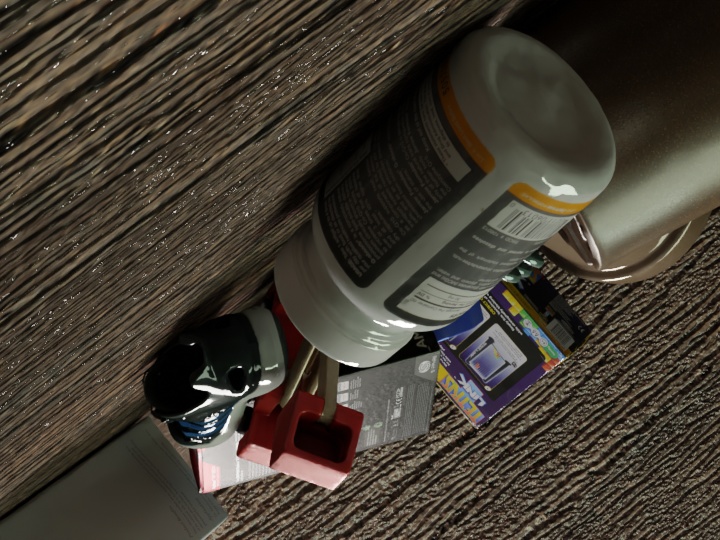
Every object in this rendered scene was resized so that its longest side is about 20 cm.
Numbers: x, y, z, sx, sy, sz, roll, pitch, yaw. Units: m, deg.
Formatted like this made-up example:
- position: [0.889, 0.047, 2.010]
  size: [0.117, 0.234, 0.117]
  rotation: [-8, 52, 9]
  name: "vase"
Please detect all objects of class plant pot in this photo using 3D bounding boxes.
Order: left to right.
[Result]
- position: [0.203, -0.089, 1.669]
  size: [0.200, 0.201, 0.174]
  rotation: [-42, 157, 27]
  name: "plant pot"
- position: [0.190, -0.114, 1.142]
  size: [0.197, 0.201, 0.200]
  rotation: [-33, 176, -1]
  name: "plant pot"

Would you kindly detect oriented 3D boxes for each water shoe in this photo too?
- position: [-0.115, 0.073, 1.238]
  size: [0.078, 0.072, 0.200]
  rotation: [-8, 161, -26]
  name: "water shoe"

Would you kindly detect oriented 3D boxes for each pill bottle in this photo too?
- position: [0.043, -0.037, 1.049]
  size: [0.200, 0.117, 0.116]
  rotation: [-43, 175, 36]
  name: "pill bottle"

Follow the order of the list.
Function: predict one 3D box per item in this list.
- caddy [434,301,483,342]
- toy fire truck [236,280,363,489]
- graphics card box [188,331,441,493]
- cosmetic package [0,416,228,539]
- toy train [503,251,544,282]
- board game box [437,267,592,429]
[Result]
- position: [0.027, 0.015, 1.566]
  size: [0.140, 0.106, 0.200]
  rotation: [-17, 180, 10]
  name: "caddy"
- position: [-0.038, 0.068, 1.249]
  size: [0.141, 0.048, 0.202]
  rotation: [129, -25, -53]
  name: "toy fire truck"
- position: [-0.039, 0.102, 1.429]
  size: [0.198, 0.051, 0.126]
  rotation: [-13, 145, -12]
  name: "graphics card box"
- position: [-0.210, 0.215, 1.431]
  size: [0.081, 0.113, 0.200]
  rotation: [-44, 173, 40]
  name: "cosmetic package"
- position: [0.092, -0.054, 1.313]
  size: [0.086, 0.113, 0.200]
  rotation: [-57, 171, 13]
  name: "toy train"
- position: [0.107, 0.035, 1.803]
  size: [0.057, 0.200, 0.165]
  rotation: [-38, 176, -42]
  name: "board game box"
